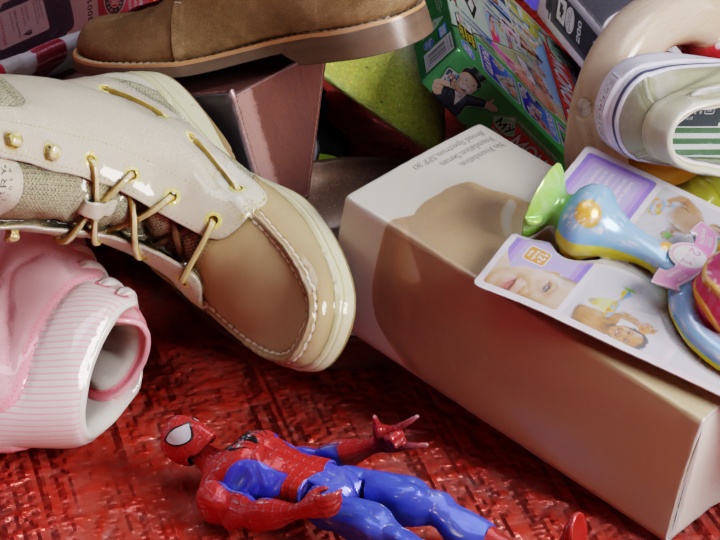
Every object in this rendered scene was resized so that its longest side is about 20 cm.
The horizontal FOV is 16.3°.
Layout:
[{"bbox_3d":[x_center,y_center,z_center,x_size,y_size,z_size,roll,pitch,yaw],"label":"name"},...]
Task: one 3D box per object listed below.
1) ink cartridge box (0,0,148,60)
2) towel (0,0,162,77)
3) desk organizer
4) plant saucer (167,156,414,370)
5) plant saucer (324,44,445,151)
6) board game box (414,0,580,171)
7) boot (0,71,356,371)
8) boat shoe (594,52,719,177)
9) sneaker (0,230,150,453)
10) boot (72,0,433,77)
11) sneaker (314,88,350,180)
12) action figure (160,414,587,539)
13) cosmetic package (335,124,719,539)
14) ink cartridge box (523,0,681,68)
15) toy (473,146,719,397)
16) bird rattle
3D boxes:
[{"bbox_3d":[-0.229,-0.188,1.514,0.084,0.145,0.200,21,35,37],"label":"ink cartridge box"},{"bbox_3d":[-0.196,-0.102,1.393,0.200,0.023,0.144,-26,-1,-38],"label":"towel"},{"bbox_3d":[-0.102,-0.066,1.284,0.200,0.072,0.077,0,23,42],"label":"desk organizer"},{"bbox_3d":[0.000,0.000,1.254,0.200,0.037,0.201,-1,28,1],"label":"plant saucer"},{"bbox_3d":[-0.044,-0.151,1.375,0.199,0.048,0.200,33,5,-21],"label":"plant saucer"},{"bbox_3d":[0.080,-0.105,1.362,0.029,0.135,0.200,-42,22,17],"label":"board game box"},{"bbox_3d":[-0.107,-0.026,1.117,0.154,0.072,0.200,3,35,-47],"label":"boot"},{"bbox_3d":[0.203,-0.066,1.151,0.199,0.072,0.062,-6,27,-24],"label":"boat shoe"},{"bbox_3d":[-0.141,0.013,1.188,0.104,0.076,0.200,2,40,10],"label":"sneaker"},{"bbox_3d":[-0.060,-0.136,1.223,0.199,0.076,0.074,-6,18,31],"label":"boot"},{"bbox_3d":[-0.063,-0.089,1.421,0.083,0.072,0.200,12,21,-27],"label":"sneaker"},{"bbox_3d":[-0.003,0.095,1.062,0.200,0.052,0.065,13,35,31],"label":"action figure"},{"bbox_3d":[0.093,0.023,1.117,0.200,0.071,0.105,32,41,27],"label":"cosmetic package"},{"bbox_3d":[0.209,-0.136,1.452,0.197,0.044,0.200,3,24,-17],"label":"ink cartridge box"},{"bbox_3d":[0.162,0.003,1.057,0.200,0.047,0.115,23,43,19],"label":"toy"},{"bbox_3d":[0.164,-0.074,1.208,0.113,0.201,0.163,29,16,38],"label":"bird rattle"}]
